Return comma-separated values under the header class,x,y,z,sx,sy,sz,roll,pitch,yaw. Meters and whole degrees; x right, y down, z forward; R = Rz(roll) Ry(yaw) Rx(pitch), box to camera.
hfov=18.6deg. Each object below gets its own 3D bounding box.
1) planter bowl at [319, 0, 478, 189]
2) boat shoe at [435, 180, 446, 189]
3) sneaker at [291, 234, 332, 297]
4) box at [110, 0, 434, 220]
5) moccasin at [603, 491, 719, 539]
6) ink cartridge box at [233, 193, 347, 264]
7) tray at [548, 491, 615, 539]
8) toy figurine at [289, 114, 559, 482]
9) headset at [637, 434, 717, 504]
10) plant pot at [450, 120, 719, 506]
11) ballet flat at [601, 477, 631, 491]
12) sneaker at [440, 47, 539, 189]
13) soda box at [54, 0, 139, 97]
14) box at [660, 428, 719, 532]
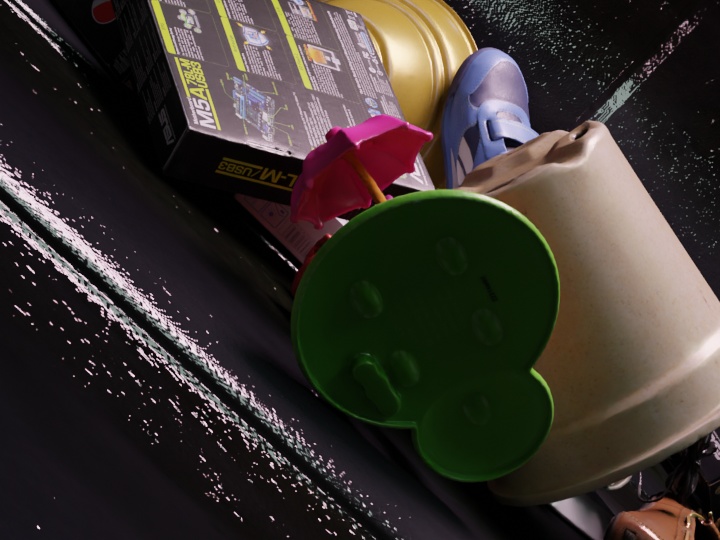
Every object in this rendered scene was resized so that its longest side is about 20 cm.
class,x,y,z,sx,sy,sz,roll,pitch,yaw
planter bowl,-0.013,-0.135,1.639,0.201,0.200,0.083,47,7,24
boat shoe,0.094,0.004,1.713,0.067,0.072,0.200,6,-34,46
sneaker,0.004,0.011,1.416,0.085,0.077,0.200,40,5,9
box,-0.061,-0.122,1.476,0.192,0.048,0.201,11,39,-30
moccasin,0.223,0.195,1.540,0.077,0.074,0.201,20,-2,17
ink cartridge box,0.000,0.000,1.571,0.200,0.044,0.094,44,7,2
tray,0.131,0.134,1.657,0.107,0.022,0.200,38,9,-41
toy figurine,0.029,-0.005,1.268,0.201,0.149,0.185,60,5,-34
headset,0.159,0.104,1.562,0.199,0.095,0.123,30,19,36
plant pot,0.131,0.016,1.372,0.185,0.199,0.201,63,3,-9
ballet flat,0.182,0.114,1.724,0.063,0.068,0.200,26,-19,27
sneaker,0.104,-0.067,1.590,0.074,0.202,0.082,15,-18,-38
soda box,-0.179,-0.198,1.618,0.071,0.063,0.200,37,10,-50
box,0.227,0.092,1.654,0.201,0.049,0.161,58,-2,23
